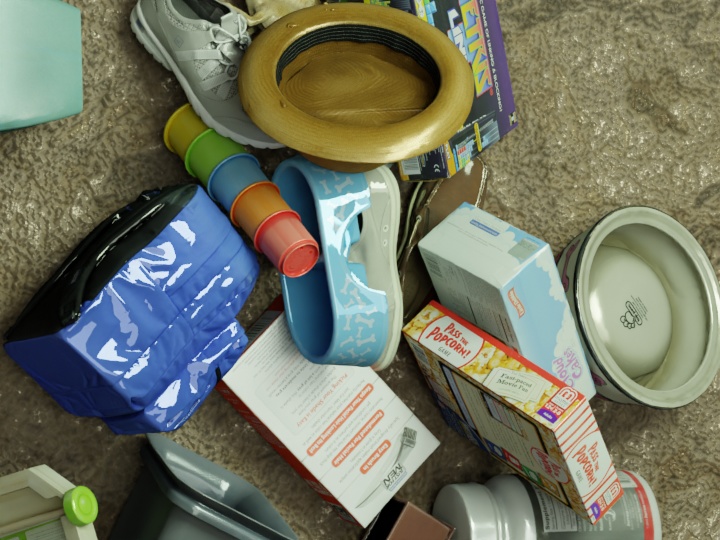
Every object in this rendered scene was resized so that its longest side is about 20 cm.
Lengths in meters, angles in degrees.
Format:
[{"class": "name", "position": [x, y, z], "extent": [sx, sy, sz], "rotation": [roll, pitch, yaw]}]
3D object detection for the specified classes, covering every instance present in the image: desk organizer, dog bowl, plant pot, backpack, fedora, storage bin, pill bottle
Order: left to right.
[{"class": "plant pot", "position": [-0.342, -0.176, 1.473], "extent": [0.199, 0.141, 0.142], "rotation": [-2, 91, -29]}, {"class": "backpack", "position": [-0.184, 0.033, 1.523], "extent": [0.168, 0.162, 0.200], "rotation": [49, 61, -24]}, {"class": "storage bin", "position": [-0.147, 0.245, 1.522], "extent": [0.145, 0.200, 0.135], "rotation": [30, 90, -19]}, {"class": "dog bowl", "position": [-0.032, -0.011, 1.537], "extent": [0.049, 0.111, 0.201], "rotation": [-8, 90, -30]}, {"class": "fedora", "position": [-0.005, -0.142, 1.491], "extent": [0.199, 0.082, 0.201], "rotation": [1, 53, -2]}, {"class": "desk organizer", "position": [-0.004, 0.300, 1.614], "extent": [0.077, 0.072, 0.201], "rotation": [38, 78, -44]}, {"class": "pill bottle", "position": [0.177, 0.251, 1.682], "extent": [0.199, 0.114, 0.115], "rotation": [1, 89, -21]}, {"class": "dog bowl", "position": [0.262, 0.041, 1.713], "extent": [0.199, 0.074, 0.201], "rotation": [10, 72, -34]}]

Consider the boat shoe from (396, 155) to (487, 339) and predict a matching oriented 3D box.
[{"class": "boat shoe", "position": [0.077, -0.025, 1.665], "extent": [0.074, 0.075, 0.203], "rotation": [26, 80, -19]}]

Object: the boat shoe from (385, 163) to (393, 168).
[{"class": "boat shoe", "position": [-0.027, -0.096, 1.634], "extent": [0.200, 0.070, 0.066], "rotation": [-46, 106, -8]}]

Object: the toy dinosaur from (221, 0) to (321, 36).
[{"class": "toy dinosaur", "position": [-0.065, -0.212, 1.620], "extent": [0.200, 0.058, 0.101], "rotation": [43, 74, -16]}]

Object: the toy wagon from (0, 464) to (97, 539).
[{"class": "toy wagon", "position": [-0.272, 0.271, 1.486], "extent": [0.040, 0.155, 0.201], "rotation": [-10, 82, -61]}]

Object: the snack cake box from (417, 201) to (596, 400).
[{"class": "snack cake box", "position": [0.138, 0.046, 1.623], "extent": [0.067, 0.115, 0.201], "rotation": [-41, 134, -20]}]

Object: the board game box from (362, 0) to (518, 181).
[{"class": "board game box", "position": [0.075, -0.202, 1.612], "extent": [0.165, 0.056, 0.201], "rotation": [-38, 120, -53]}]

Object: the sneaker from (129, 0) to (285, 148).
[{"class": "sneaker", "position": [-0.123, -0.187, 1.542], "extent": [0.200, 0.082, 0.075], "rotation": [42, 48, 9]}]

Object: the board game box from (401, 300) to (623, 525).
[{"class": "board game box", "position": [0.138, 0.129, 1.595], "extent": [0.046, 0.200, 0.152], "rotation": [-43, 137, -16]}]

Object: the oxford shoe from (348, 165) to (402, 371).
[{"class": "oxford shoe", "position": [0.000, 0.000, 1.600], "extent": [0.058, 0.075, 0.201], "rotation": [-19, 119, -34]}]

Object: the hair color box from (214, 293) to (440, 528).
[{"class": "hair color box", "position": [-0.035, 0.129, 1.627], "extent": [0.111, 0.064, 0.200], "rotation": [-46, 104, -15]}]

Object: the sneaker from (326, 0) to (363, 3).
[{"class": "sneaker", "position": [0.022, -0.218, 1.630], "extent": [0.115, 0.075, 0.201], "rotation": [11, 76, -44]}]

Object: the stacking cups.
[{"class": "stacking cups", "position": [-0.105, -0.066, 1.537], "extent": [0.060, 0.061, 0.200], "rotation": [-23, 53, -19]}]
